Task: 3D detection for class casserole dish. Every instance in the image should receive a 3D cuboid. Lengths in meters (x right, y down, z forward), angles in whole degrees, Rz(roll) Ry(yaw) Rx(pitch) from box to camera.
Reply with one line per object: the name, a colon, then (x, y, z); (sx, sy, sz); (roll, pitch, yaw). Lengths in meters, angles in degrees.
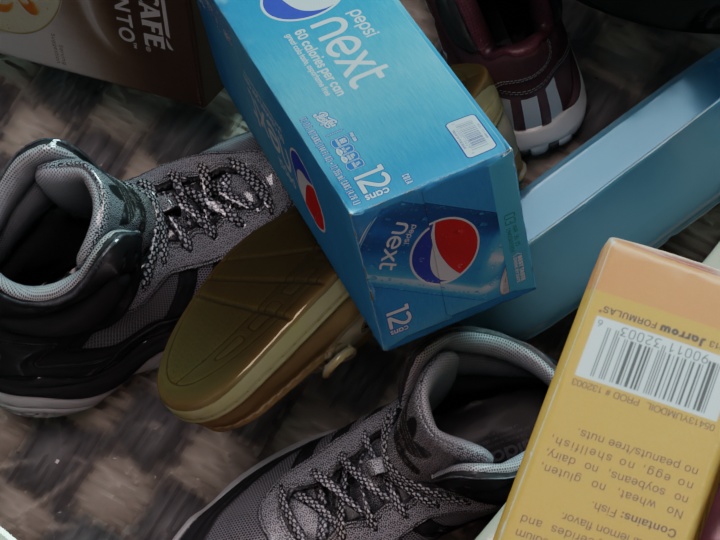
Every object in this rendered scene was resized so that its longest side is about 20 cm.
casserole dish: (0.106, -0.031, 0.997); (0.200, 0.121, 0.039); (-37, 98, -3)

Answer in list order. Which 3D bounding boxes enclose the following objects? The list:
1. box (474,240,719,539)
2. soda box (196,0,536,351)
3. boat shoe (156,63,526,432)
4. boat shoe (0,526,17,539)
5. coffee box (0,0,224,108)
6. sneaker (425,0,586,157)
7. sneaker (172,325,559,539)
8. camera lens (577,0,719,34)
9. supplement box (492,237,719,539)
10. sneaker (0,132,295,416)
box: (0.136, 0.093, 0.926); (0.109, 0.128, 0.200); (36, 75, 20)
soda box: (-0.004, -0.061, 0.934); (0.064, 0.068, 0.200); (-21, 40, -8)
boat shoe: (-0.001, -0.001, 0.979); (0.073, 0.063, 0.201); (1, 42, 44)
boat shoe: (-0.205, 0.103, 0.999); (0.200, 0.075, 0.062); (36, 69, 15)
coffee box: (-0.140, -0.159, 1.062); (0.199, 0.115, 0.080); (15, 45, 23)
sneaker: (0.049, -0.157, 1.057); (0.075, 0.116, 0.201); (-21, 65, -2)
sneaker: (0.009, 0.078, 0.955); (0.199, 0.114, 0.076); (-24, 70, -4)
camera lens: (0.140, -0.206, 0.965); (0.159, 0.160, 0.201); (9, 67, 12)
supplement box: (0.079, 0.095, 0.826); (0.069, 0.067, 0.201); (20, 71, 13)
sneaker: (-0.079, -0.020, 1.005); (0.200, 0.114, 0.076); (-32, 66, -7)
